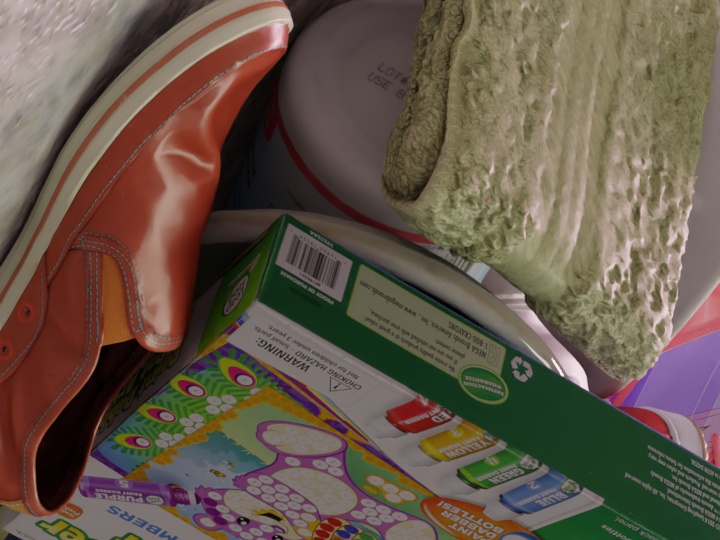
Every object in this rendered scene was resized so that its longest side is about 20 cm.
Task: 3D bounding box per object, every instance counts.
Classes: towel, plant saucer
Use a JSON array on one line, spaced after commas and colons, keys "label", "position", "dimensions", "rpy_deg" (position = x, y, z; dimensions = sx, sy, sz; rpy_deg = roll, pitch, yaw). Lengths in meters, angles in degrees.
[{"label": "towel", "position": [0.075, -0.071, 0.706], "dimensions": [0.036, 0.148, 0.200], "rpy_deg": [-19, -133, 40]}, {"label": "plant saucer", "position": [-0.010, 0.035, 0.720], "dimensions": [0.200, 0.200, 0.050], "rpy_deg": [117, -6, -51]}]

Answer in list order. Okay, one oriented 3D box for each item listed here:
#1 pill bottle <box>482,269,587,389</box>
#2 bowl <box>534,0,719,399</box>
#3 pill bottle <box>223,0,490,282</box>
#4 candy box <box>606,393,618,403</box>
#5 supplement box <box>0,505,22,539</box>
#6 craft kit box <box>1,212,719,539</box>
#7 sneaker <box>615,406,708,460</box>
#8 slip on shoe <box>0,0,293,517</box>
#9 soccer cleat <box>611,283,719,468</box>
[{"label": "pill bottle", "position": [0.071, 0.097, 1.014], "dimensions": [0.111, 0.111, 0.200], "rpy_deg": [75, 10, -79]}, {"label": "bowl", "position": [0.128, -0.049, 0.847], "dimensions": [0.201, 0.090, 0.201], "rpy_deg": [-55, 180, 0]}, {"label": "pill bottle", "position": [-0.004, -0.010, 0.791], "dimensions": [0.109, 0.109, 0.200], "rpy_deg": [-45, 170, -38]}, {"label": "candy box", "position": [0.100, 0.080, 1.125], "dimensions": [0.200, 0.137, 0.061], "rpy_deg": [-30, -171, -20]}, {"label": "supplement box", "position": [-0.098, 0.158, 0.900], "dimensions": [0.200, 0.134, 0.200], "rpy_deg": [-53, 172, 2]}, {"label": "craft kit box", "position": [-0.001, 0.086, 0.697], "dimensions": [0.197, 0.200, 0.049], "rpy_deg": [-39, -153, 48]}, {"label": "sneaker", "position": [0.045, 0.100, 0.850], "dimensions": [0.200, 0.112, 0.071], "rpy_deg": [-35, -132, 45]}, {"label": "slip on shoe", "position": [-0.075, -0.003, 0.619], "dimensions": [0.200, 0.061, 0.074], "rpy_deg": [-56, 169, 17]}, {"label": "soccer cleat", "position": [0.142, 0.088, 0.903], "dimensions": [0.200, 0.076, 0.067], "rpy_deg": [-60, 156, 10]}]
